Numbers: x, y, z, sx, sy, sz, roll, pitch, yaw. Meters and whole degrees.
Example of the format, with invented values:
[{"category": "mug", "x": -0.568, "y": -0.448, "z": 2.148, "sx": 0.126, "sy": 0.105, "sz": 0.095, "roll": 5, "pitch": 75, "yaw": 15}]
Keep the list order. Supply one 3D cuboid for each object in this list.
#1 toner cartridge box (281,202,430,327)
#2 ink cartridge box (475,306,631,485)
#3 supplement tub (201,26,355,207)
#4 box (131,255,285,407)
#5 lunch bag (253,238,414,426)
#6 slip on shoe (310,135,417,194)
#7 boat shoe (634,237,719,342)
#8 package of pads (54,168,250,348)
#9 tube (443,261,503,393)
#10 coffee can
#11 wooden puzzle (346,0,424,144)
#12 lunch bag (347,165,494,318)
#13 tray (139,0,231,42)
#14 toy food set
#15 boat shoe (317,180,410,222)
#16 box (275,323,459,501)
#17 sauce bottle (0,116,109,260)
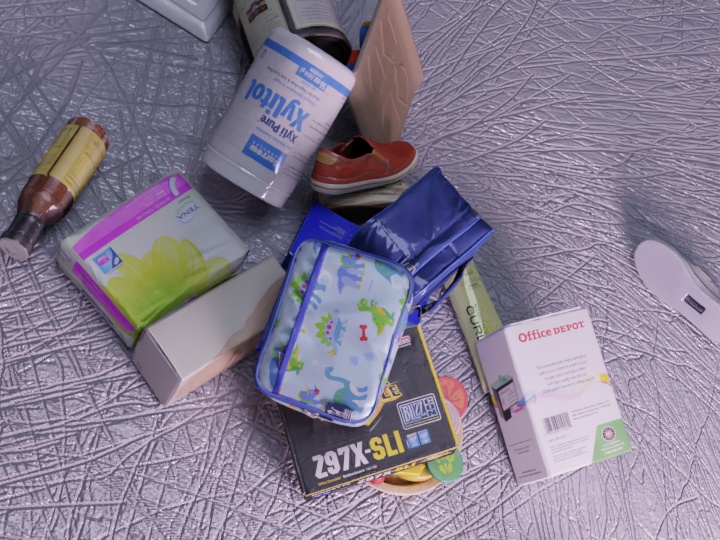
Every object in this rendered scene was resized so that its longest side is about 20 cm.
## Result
[{"category": "toner cartridge box", "x": 0.000, "y": 0.000, "z": 1.539, "sx": 0.198, "sy": 0.043, "sz": 0.096, "roll": 30, "pitch": 56, "yaw": -7}, {"category": "ink cartridge box", "x": 0.255, "y": 0.165, "z": 1.521, "sx": 0.143, "sy": 0.084, "sz": 0.203, "roll": -11, "pitch": 78, "yaw": -29}, {"category": "supplement tub", "x": -0.106, "y": -0.200, "z": 1.490, "sx": 0.131, "sy": 0.132, "sz": 0.202, "roll": 29, "pitch": 94, "yaw": -6}, {"category": "box", "x": -0.172, "y": 0.072, "z": 1.389, "sx": 0.199, "sy": 0.095, "sz": 0.078, "roll": -32, "pitch": 79, "yaw": -33}, {"category": "lunch bag", "x": -0.033, "y": 0.073, "z": 1.340, "sx": 0.159, "sy": 0.082, "sz": 0.203, "roll": 20, "pitch": 81, "yaw": 4}, {"category": "slip on shoe", "x": 0.010, "y": -0.153, "z": 1.554, "sx": 0.074, "sy": 0.062, "sz": 0.199, "roll": 23, "pitch": 29, "yaw": 36}, {"category": "boat shoe", "x": 0.502, "y": 0.023, "z": 1.753, "sx": 0.200, "sy": 0.071, "sz": 0.070, "roll": 42, "pitch": 27, "yaw": 6}, {"category": "package of pads", "x": -0.252, "y": -0.015, "z": 1.415, "sx": 0.155, "sy": 0.068, "sz": 0.200, "roll": 47, "pitch": 55, "yaw": 6}, {"category": "tube", "x": 0.163, "y": 0.064, "z": 1.578, "sx": 0.057, "sy": 0.052, "sz": 0.202, "roll": -24, "pitch": 77, "yaw": 13}, {"category": "coffee can", "x": -0.110, "y": -0.372, "z": 1.632, "sx": 0.144, "sy": 0.147, "sz": 0.202, "roll": -8, "pitch": 66, "yaw": -28}, {"category": "wooden puzzle", "x": 0.026, "y": -0.273, "z": 1.646, "sx": 0.046, "sy": 0.186, "sz": 0.202, "roll": 5, "pitch": 53, "yaw": 24}, {"category": "lunch bag", "x": 0.070, "y": -0.018, "z": 1.470, "sx": 0.132, "sy": 0.136, "sz": 0.200, "roll": 46, "pitch": 58, "yaw": 6}, {"category": "tray", "x": -0.282, "y": -0.421, "z": 1.657, "sx": 0.198, "sy": 0.022, "sz": 0.108, "roll": 31, "pitch": 55, "yaw": -6}, {"category": "toy food set", "x": 0.049, "y": 0.186, "z": 1.454, "sx": 0.195, "sy": 0.049, "sz": 0.203, "roll": 9, "pitch": 59, "yaw": -20}, {"category": "boat shoe", "x": 0.036, "y": -0.107, "z": 1.598, "sx": 0.197, "sy": 0.071, "sz": 0.065, "roll": 0, "pitch": 63, "yaw": -23}, {"category": "box", "x": 0.002, "y": 0.171, "z": 1.386, "sx": 0.197, "sy": 0.049, "sz": 0.162, "roll": -16, "pitch": 73, "yaw": -7}, {"category": "sauce bottle", "x": -0.380, "y": -0.101, "z": 1.407, "sx": 0.065, "sy": 0.066, "sz": 0.202, "roll": 30, "pitch": 56, "yaw": -6}]
